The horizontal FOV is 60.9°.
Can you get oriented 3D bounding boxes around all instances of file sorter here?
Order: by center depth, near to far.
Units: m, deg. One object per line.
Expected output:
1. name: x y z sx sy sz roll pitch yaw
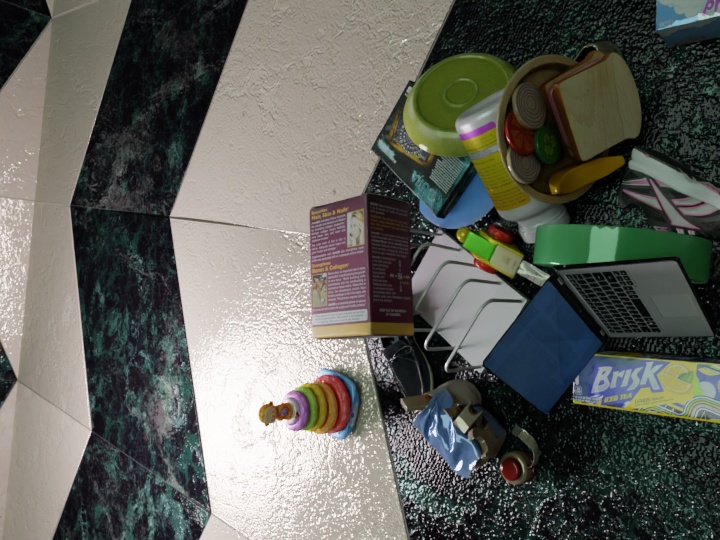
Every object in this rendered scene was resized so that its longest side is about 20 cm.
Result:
1. file sorter: 0.129 0.043 0.956 0.200 0.123 0.141 44 115 36

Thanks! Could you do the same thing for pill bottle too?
1. pill bottle: 0.218 -0.143 0.854 0.103 0.104 0.202 -18 109 39

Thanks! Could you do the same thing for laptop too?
1. laptop: 0.273 0.086 0.692 0.197 0.187 0.118 -5 60 40

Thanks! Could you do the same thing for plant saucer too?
1. plant saucer: 0.157 -0.266 0.945 0.195 0.031 0.204 -9 60 15

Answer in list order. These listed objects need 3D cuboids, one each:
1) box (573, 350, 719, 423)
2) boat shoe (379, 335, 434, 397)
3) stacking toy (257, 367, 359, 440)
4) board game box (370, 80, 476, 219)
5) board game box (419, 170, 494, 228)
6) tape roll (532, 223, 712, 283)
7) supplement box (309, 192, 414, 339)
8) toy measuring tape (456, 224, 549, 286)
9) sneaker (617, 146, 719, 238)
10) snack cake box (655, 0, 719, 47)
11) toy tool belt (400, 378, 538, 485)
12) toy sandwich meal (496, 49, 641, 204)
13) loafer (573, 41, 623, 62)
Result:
1. box: 0.372 0.142 0.766 0.197 0.064 0.072 -1 86 43
2. boat shoe: 0.069 0.140 1.046 0.074 0.062 0.204 -29 70 36
3. stacking toy: -0.104 0.248 1.104 0.108 0.198 0.119 18 98 41
4. board game box: 0.108 -0.200 1.001 0.201 0.028 0.136 52 120 34
5. board game box: 0.169 -0.168 0.989 0.156 0.038 0.205 -2 85 44
6. tape roll: 0.311 -0.020 0.741 0.198 0.198 0.049 6 90 42
7. supplement box: 0.000 0.000 0.927 0.129 0.102 0.205 -8 80 44
8. toy measuring tape: 0.234 -0.014 0.920 0.197 0.073 0.075 30 108 16
9. sneaker: 0.407 -0.071 0.753 0.200 0.079 0.088 49 130 42
10. snack cake box: 0.459 -0.349 0.717 0.197 0.066 0.118 1 87 43
11. toy tool belt: 0.155 0.252 0.917 0.199 0.121 0.127 39 112 36
12. toy sandwich meal: 0.265 -0.183 0.775 0.070 0.201 0.211 -170 86 -68
13. loafer: 0.281 -0.241 0.871 0.076 0.069 0.201 52 121 31
